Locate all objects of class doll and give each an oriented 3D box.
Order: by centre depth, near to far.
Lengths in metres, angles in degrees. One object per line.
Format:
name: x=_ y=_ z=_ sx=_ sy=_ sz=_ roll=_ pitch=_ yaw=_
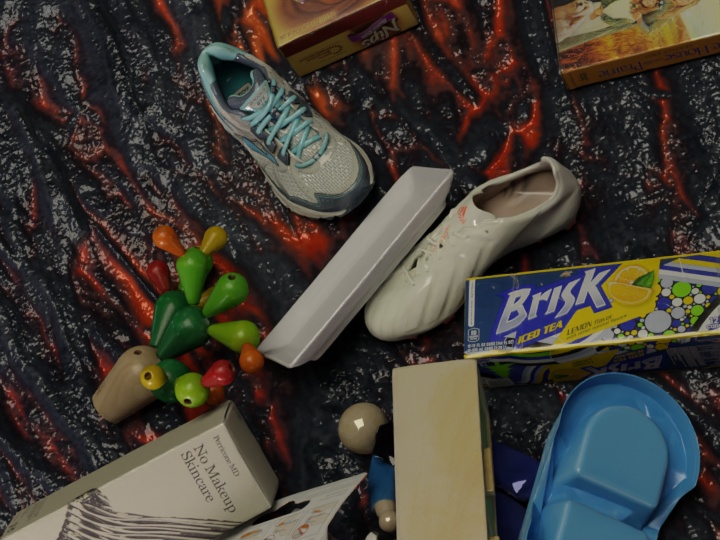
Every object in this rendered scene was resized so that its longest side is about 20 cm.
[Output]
doll: x=0.062 y=0.149 z=1.622 sx=0.200 sy=0.049 sz=0.136 roll=27 pitch=58 yaw=32

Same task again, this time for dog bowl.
dog bowl: x=0.170 y=0.171 z=1.540 sx=0.111 sy=0.050 sz=0.201 roll=24 pitch=62 yaw=-9

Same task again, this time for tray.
tray: x=0.000 y=0.000 z=1.717 sx=0.200 sy=0.022 sz=0.107 roll=-50 pitch=15 yaw=-8

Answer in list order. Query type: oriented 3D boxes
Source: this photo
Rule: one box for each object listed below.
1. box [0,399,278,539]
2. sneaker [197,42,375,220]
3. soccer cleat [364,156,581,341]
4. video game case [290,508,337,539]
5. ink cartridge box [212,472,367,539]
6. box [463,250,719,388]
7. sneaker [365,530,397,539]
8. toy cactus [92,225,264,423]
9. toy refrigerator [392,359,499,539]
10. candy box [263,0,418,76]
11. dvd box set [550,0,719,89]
box: x=-0.167 y=0.184 z=1.666 sx=0.199 sy=0.068 sz=0.082 roll=-29 pitch=98 yaw=8
sneaker: x=-0.071 y=-0.116 z=1.791 sx=0.078 sy=0.086 sz=0.200 roll=-46 pitch=58 yaw=-5
soccer cleat: x=0.080 y=-0.021 z=1.689 sx=0.200 sy=0.078 sz=0.069 roll=-35 pitch=57 yaw=2
video game case: x=-0.070 y=0.280 z=1.571 sx=0.200 sy=0.024 sz=0.182 roll=-50 pitch=27 yaw=-6
ink cartridge box: x=-0.080 y=0.241 z=1.582 sx=0.160 sy=0.047 sz=0.200 roll=-22 pitch=21 yaw=41
box: x=0.180 y=0.038 z=1.628 sx=0.199 sy=0.064 sz=0.070 roll=-6 pitch=63 yaw=18
sneaker: x=0.074 y=0.262 z=1.558 sx=0.200 sy=0.075 sz=0.081 roll=26 pitch=90 yaw=32
toy cactus: x=-0.155 y=0.058 z=1.723 sx=0.165 sy=0.102 sz=0.200 roll=-43 pitch=37 yaw=22
toy refrigerator: x=0.064 y=0.166 z=1.527 sx=0.070 sy=0.076 sz=0.201 roll=-7 pitch=50 yaw=8
candy box: x=-0.035 y=-0.278 z=1.879 sx=0.116 sy=0.056 sz=0.201 roll=-24 pitch=57 yaw=9
dvd box set: x=0.252 y=-0.234 z=1.759 sx=0.199 sy=0.029 sz=0.147 roll=-12 pitch=61 yaw=16
